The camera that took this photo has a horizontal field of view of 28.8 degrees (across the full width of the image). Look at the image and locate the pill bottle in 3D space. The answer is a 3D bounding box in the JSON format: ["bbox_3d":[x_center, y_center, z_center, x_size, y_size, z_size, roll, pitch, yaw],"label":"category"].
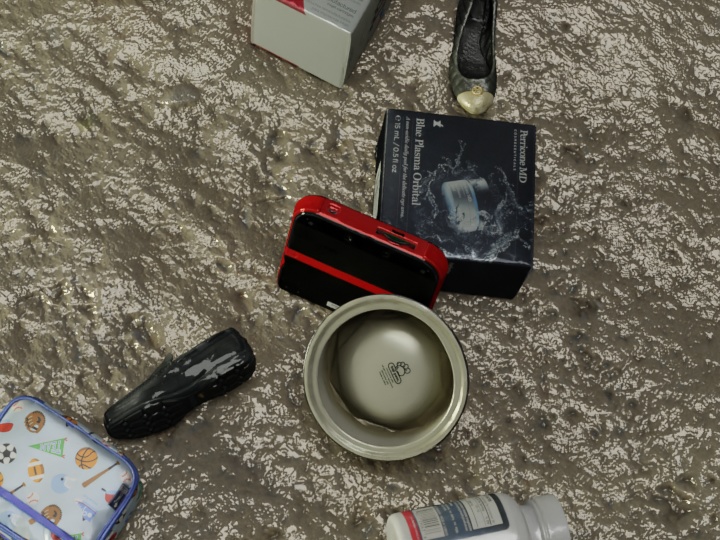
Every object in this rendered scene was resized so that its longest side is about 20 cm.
[{"bbox_3d":[0.137,0.323,1.620,0.197,0.120,0.121,-9,70,-9],"label":"pill bottle"}]

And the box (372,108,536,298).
[{"bbox_3d":[0.115,-0.084,1.775,0.197,0.118,0.200,6,68,-5],"label":"box"}]

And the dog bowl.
[{"bbox_3d":[0.034,0.121,1.669,0.197,0.074,0.204,2,100,9],"label":"dog bowl"}]

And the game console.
[{"bbox_3d":[0.000,0.000,1.701,0.198,0.178,0.031,24,53,4],"label":"game console"}]

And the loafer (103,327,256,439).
[{"bbox_3d":[-0.222,0.136,1.687,0.199,0.068,0.071,-29,55,-13],"label":"loafer"}]

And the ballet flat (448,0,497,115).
[{"bbox_3d":[0.154,-0.305,1.894,0.065,0.057,0.203,3,69,-4],"label":"ballet flat"}]

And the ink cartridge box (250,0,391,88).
[{"bbox_3d":[-0.037,-0.382,1.857,0.144,0.145,0.202,26,68,5],"label":"ink cartridge box"}]

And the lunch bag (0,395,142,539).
[{"bbox_3d":[-0.358,0.255,1.619,0.199,0.076,0.161,33,72,8],"label":"lunch bag"}]
